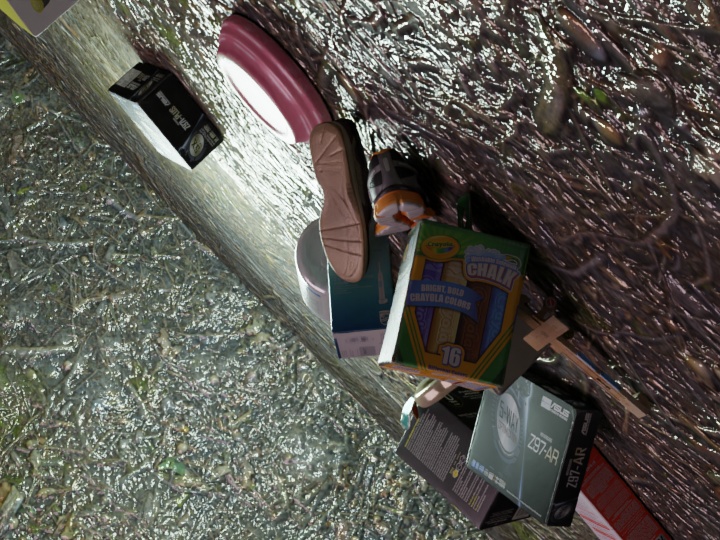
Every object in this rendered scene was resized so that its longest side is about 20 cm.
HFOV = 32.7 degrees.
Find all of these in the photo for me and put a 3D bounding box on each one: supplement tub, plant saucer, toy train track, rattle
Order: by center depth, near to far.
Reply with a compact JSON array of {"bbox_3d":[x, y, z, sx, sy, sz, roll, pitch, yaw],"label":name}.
[{"bbox_3d":[0.248,0.088,1.376,0.200,0.033,0.115,41,162,3],"label":"toy train track"},{"bbox_3d":[-0.119,-0.236,1.581,0.201,0.051,0.201,45,169,11],"label":"plant saucer"},{"bbox_3d":[0.087,0.141,1.843,0.142,0.131,0.200,37,148,-11],"label":"rattle"},{"bbox_3d":[-0.033,0.000,1.896,0.132,0.132,0.200,45,169,9],"label":"supplement tub"}]

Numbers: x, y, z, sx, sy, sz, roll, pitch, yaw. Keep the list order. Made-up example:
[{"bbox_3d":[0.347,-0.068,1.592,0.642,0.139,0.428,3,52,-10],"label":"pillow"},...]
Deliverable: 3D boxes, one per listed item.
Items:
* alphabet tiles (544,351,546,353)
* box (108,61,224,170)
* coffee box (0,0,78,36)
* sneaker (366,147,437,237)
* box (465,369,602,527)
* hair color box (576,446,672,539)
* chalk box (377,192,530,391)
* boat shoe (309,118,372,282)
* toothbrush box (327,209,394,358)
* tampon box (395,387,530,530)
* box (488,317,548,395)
[{"bbox_3d":[0.170,0.050,1.609,0.167,0.006,0.200,47,170,1],"label":"alphabet tiles"},{"bbox_3d":[-0.363,-0.289,2.274,0.164,0.086,0.200,52,168,-29],"label":"box"},{"bbox_3d":[-0.459,-0.477,1.642,0.200,0.198,0.200,39,167,35],"label":"coffee box"},{"bbox_3d":[0.045,-0.089,1.445,0.200,0.078,0.078,79,175,-81],"label":"sneaker"},{"bbox_3d":[0.227,0.226,1.637,0.043,0.162,0.200,8,-168,-29],"label":"box"},{"bbox_3d":[0.353,0.336,1.777,0.200,0.064,0.111,51,168,-12],"label":"hair color box"},{"bbox_3d":[0.105,0.019,1.337,0.123,0.202,0.125,14,173,-4],"label":"chalk box"},{"bbox_3d":[-0.012,-0.087,1.491,0.071,0.065,0.202,3,111,40],"label":"boat shoe"},{"bbox_3d":[0.000,0.000,1.605,0.147,0.084,0.202,82,-176,-74],"label":"toothbrush box"},{"bbox_3d":[0.186,0.291,1.946,0.149,0.127,0.200,1,-150,-48],"label":"tampon box"},{"bbox_3d":[0.138,0.075,1.554,0.078,0.095,0.200,52,167,-25],"label":"box"}]
